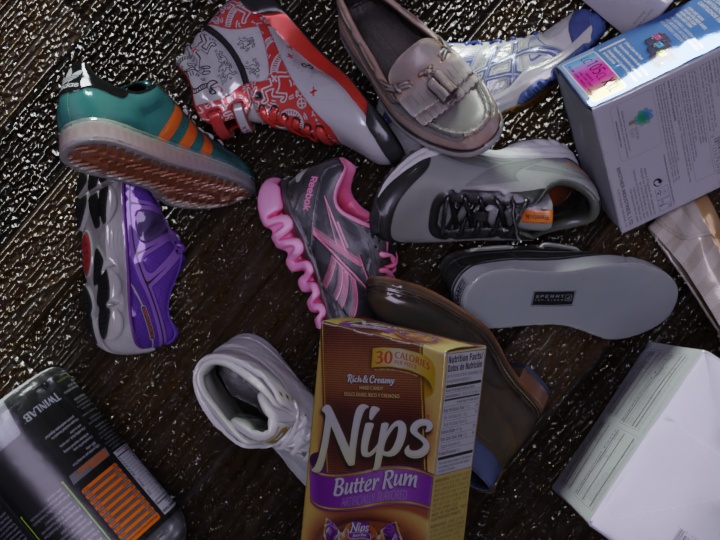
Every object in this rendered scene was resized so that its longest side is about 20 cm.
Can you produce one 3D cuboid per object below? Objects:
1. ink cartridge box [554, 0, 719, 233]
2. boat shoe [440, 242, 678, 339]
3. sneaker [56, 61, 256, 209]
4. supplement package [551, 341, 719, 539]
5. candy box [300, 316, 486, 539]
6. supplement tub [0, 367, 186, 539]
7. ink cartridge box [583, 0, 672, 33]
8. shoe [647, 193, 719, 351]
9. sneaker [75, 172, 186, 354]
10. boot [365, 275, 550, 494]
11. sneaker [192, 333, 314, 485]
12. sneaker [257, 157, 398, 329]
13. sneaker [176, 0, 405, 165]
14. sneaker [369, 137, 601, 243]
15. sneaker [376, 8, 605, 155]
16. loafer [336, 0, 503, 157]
[{"bbox_3d":[0.266,-0.135,1.159,0.199,0.077,0.137,-24,132,-1],"label":"ink cartridge box"},{"bbox_3d":[0.161,0.007,1.188,0.199,0.064,0.071,5,118,-22],"label":"boat shoe"},{"bbox_3d":[-0.153,-0.105,1.147,0.071,0.200,0.080,-19,67,30],"label":"sneaker"},{"bbox_3d":[0.258,0.159,1.122,0.151,0.200,0.151,35,89,1],"label":"supplement package"},{"bbox_3d":[0.020,0.142,1.079,0.116,0.056,0.201,11,98,38],"label":"candy box"},{"bbox_3d":[-0.221,0.186,1.157,0.122,0.123,0.200,-39,89,-1],"label":"supplement tub"},{"bbox_3d":[0.184,-0.294,1.183,0.200,0.067,0.117,41,65,0],"label":"ink cartridge box"},{"bbox_3d":[0.297,0.035,1.194,0.053,0.070,0.201,-26,81,-1],"label":"shoe"},{"bbox_3d":[-0.182,-0.032,1.199,0.083,0.080,0.201,2,82,-32],"label":"sneaker"},{"bbox_3d":[0.064,0.089,1.143,0.200,0.075,0.097,38,67,-29],"label":"boot"},{"bbox_3d":[-0.050,0.134,1.154,0.200,0.116,0.074,40,101,6],"label":"sneaker"},{"bbox_3d":[0.000,0.000,1.177,0.095,0.079,0.201,-29,90,15],"label":"sneaker"},{"bbox_3d":[-0.061,-0.128,1.180,0.108,0.067,0.202,-42,72,0],"label":"sneaker"},{"bbox_3d":[0.099,-0.056,1.148,0.199,0.079,0.074,-11,127,-25],"label":"sneaker"},{"bbox_3d":[0.103,-0.162,1.193,0.200,0.075,0.088,-36,83,-4],"label":"sneaker"},{"bbox_3d":[0.035,-0.162,1.146,0.072,0.063,0.200,-37,51,-4],"label":"loafer"}]
